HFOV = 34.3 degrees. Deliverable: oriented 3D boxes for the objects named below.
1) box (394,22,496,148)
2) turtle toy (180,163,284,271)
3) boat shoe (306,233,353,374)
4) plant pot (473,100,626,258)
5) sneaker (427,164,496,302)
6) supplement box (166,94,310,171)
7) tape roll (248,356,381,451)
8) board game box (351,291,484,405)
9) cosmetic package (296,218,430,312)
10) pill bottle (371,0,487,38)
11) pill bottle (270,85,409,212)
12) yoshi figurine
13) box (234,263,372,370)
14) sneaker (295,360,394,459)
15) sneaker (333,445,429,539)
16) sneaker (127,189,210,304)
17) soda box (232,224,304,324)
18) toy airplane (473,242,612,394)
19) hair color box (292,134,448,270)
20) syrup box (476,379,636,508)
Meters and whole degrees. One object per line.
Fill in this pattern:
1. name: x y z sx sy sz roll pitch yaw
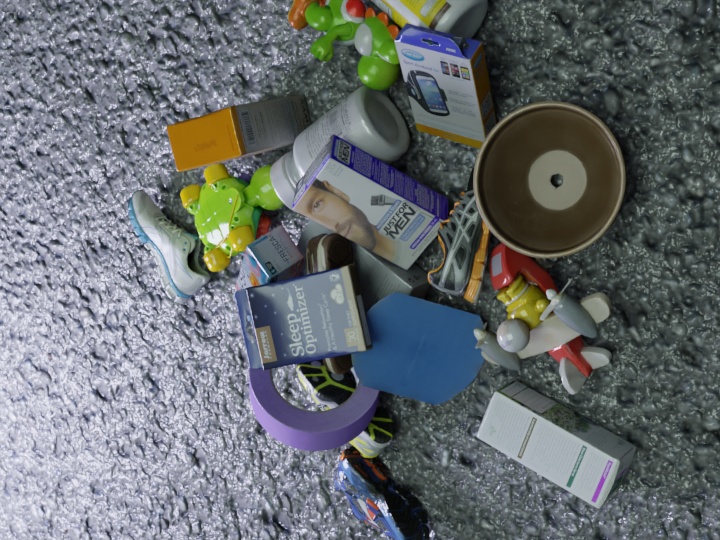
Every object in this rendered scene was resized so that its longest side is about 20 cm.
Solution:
1. box: 0.117 -0.255 1.580 0.118 0.042 0.201 21 150 27
2. turtle toy: -0.188 -0.096 1.821 0.199 0.100 0.147 -33 75 43
3. boat shoe: -0.045 0.047 1.709 0.074 0.074 0.206 5 98 47
4. plant pot: 0.254 -0.120 1.547 0.198 0.093 0.204 1 94 16
5. sneaker: 0.144 -0.059 1.607 0.076 0.078 0.203 9 70 9
6. supplement box: -0.177 -0.207 1.745 0.125 0.199 0.075 -11 97 31
7. tape roll: -0.068 0.164 1.743 0.200 0.200 0.066 39 152 19
8. board game box: 0.082 0.107 1.698 0.197 0.039 0.160 16 114 -13
9. cosmetic package: 0.000 0.000 1.747 0.199 0.071 0.102 39 118 20
10. pill bottle: 0.074 -0.394 1.613 0.200 0.109 0.110 45 118 17
11. pill bottle: -0.034 -0.171 1.714 0.199 0.114 0.115 -33 81 31
12. yoshi figurine: -0.011 -0.323 1.672 0.199 0.112 0.113 35 80 32
13. box: -0.088 0.071 1.662 0.198 0.032 0.123 -12 91 23
14. sneaker: -0.036 0.214 1.808 0.200 0.075 0.077 46 135 25
15. sneaker: 0.032 0.365 1.800 0.200 0.075 0.079 50 128 24
16. sneaker: -0.310 -0.052 1.938 0.086 0.075 0.202 -29 90 24
17. soda box: -0.142 0.012 1.781 0.064 0.068 0.200 52 155 13
18. toy airplane: 0.241 0.080 1.572 0.198 0.140 0.202 30 131 36
19. hair color box: 0.015 -0.094 1.657 0.198 0.065 0.110 28 127 -17
20. syrup box: 0.271 0.238 1.618 0.199 0.078 0.082 29 112 24
